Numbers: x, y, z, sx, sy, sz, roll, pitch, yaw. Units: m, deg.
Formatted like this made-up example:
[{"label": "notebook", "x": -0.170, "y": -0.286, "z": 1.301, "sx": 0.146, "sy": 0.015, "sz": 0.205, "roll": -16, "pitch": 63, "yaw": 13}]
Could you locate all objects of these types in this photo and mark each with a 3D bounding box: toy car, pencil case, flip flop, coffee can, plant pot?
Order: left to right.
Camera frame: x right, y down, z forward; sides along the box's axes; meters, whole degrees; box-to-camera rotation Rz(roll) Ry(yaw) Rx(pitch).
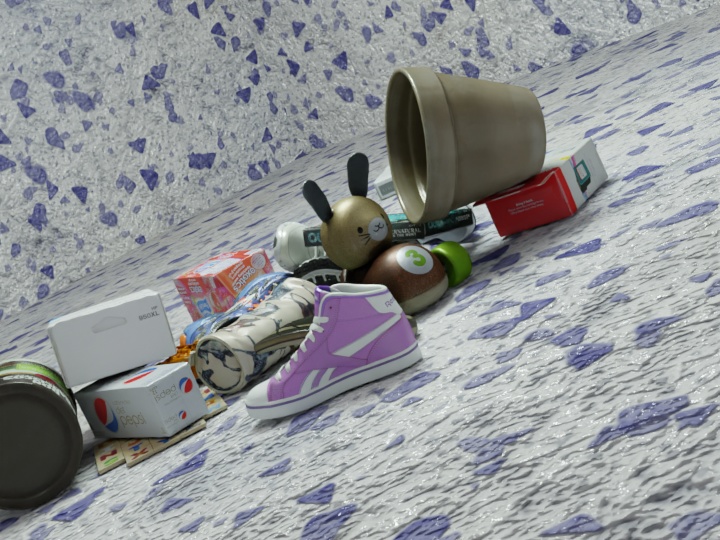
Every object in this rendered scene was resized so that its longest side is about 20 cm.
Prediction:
[{"label": "coffee can", "x": -0.413, "y": 0.192, "z": 1.482, "sx": 0.146, "sy": 0.147, "sz": 0.200, "roll": -27, "pitch": 10, "yaw": -12}, {"label": "pencil case", "x": -0.128, "y": 0.081, "z": 1.563, "sx": 0.089, "sy": 0.078, "sz": 0.200, "roll": 10, "pitch": 29, "yaw": 32}, {"label": "flip flop", "x": -0.030, "y": 0.085, "z": 1.411, "sx": 0.200, "sy": 0.058, "sz": 0.081, "roll": -6, "pitch": 11, "yaw": 16}, {"label": "toy car", "x": 0.011, "y": -0.039, "z": 1.508, "sx": 0.164, "sy": 0.200, "sz": 0.158, "roll": -32, "pitch": 13, "yaw": -36}, {"label": "plant pot", "x": 0.139, "y": -0.171, "z": 1.590, "sx": 0.173, "sy": 0.201, "sz": 0.200, "roll": -9, "pitch": 7, "yaw": -13}]

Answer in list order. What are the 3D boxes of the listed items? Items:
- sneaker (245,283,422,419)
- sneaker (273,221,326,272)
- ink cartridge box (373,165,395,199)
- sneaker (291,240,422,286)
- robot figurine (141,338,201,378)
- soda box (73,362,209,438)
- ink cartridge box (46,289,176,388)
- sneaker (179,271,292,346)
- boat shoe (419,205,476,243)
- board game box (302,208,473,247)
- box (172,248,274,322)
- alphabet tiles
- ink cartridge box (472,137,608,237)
[{"label": "sneaker", "x": -0.047, "y": 0.077, "z": 1.306, "sx": 0.200, "sy": 0.114, "sz": 0.073, "roll": -25, "pitch": 12, "yaw": 8}, {"label": "sneaker", "x": -0.052, "y": -0.028, "z": 1.797, "sx": 0.081, "sy": 0.075, "sz": 0.200, "roll": 0, "pitch": -8, "yaw": 34}, {"label": "ink cartridge box", "x": 0.135, "y": -0.220, "z": 2.566, "sx": 0.200, "sy": 0.044, "sz": 0.174, "roll": -22, "pitch": 10, "yaw": 16}, {"label": "sneaker", "x": 0.000, "y": 0.000, "z": 1.729, "sx": 0.200, "sy": 0.074, "sz": 0.080, "roll": -12, "pitch": 10, "yaw": 20}, {"label": "robot figurine", "x": -0.284, "y": 0.143, "z": 1.671, "sx": 0.200, "sy": 0.058, "sz": 0.145, "roll": -14, "pitch": 13, "yaw": 47}, {"label": "soda box", "x": -0.269, "y": 0.160, "z": 1.490, "sx": 0.064, "sy": 0.068, "sz": 0.200, "roll": -30, "pitch": 12, "yaw": -36}, {"label": "ink cartridge box", "x": -0.322, "y": 0.085, "z": 1.586, "sx": 0.144, "sy": 0.084, "sz": 0.200, "roll": -18, "pitch": 4, "yaw": -12}, {"label": "sneaker", "x": -0.157, "y": 0.072, "z": 1.742, "sx": 0.200, "sy": 0.075, "sz": 0.078, "roll": -38, "pitch": 24, "yaw": -23}, {"label": "boat shoe", "x": 0.132, "y": -0.082, "z": 1.825, "sx": 0.070, "sy": 0.071, "sz": 0.200, "roll": -31, "pitch": 5, "yaw": -18}, {"label": "board game box", "x": 0.038, "y": -0.060, "z": 1.713, "sx": 0.200, "sy": 0.028, "sz": 0.135, "roll": -3, "pitch": 8, "yaw": 33}, {"label": "box", "x": -0.210, "y": 0.030, "z": 1.962, "sx": 0.100, "sy": 0.096, "sz": 0.200, "roll": -29, "pitch": 11, "yaw": -25}, {"label": "alphabet tiles", "x": -0.245, "y": 0.190, "z": 1.491, "sx": 0.166, "sy": 0.006, "sz": 0.200, "roll": -27, "pitch": 10, "yaw": -11}, {"label": "ink cartridge box", "x": 0.247, "y": -0.109, "z": 1.680, "sx": 0.116, "sy": 0.067, "sz": 0.200, "roll": -18, "pitch": 13, "yaw": 35}]
